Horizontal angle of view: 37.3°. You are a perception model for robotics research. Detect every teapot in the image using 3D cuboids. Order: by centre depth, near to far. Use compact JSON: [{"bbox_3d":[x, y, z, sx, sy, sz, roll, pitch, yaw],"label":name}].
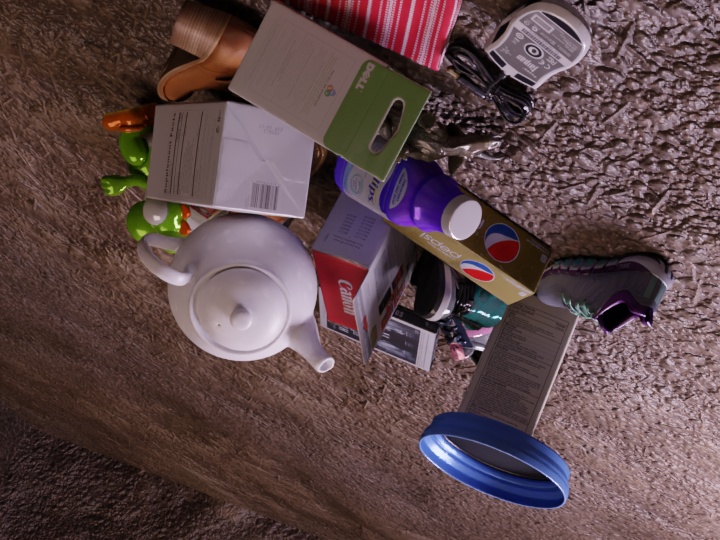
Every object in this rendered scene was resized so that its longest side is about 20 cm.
[{"bbox_3d":[-0.147,0.030,1.287,0.200,0.146,0.198,-10,110,1],"label":"teapot"}]

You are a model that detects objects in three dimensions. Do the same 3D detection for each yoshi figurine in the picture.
[{"bbox_3d":[-0.291,-0.117,1.433,0.112,0.112,0.200,-169,62,-72],"label":"yoshi figurine"}]

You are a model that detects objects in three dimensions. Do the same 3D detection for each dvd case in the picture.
[{"bbox_3d":[0.027,0.087,1.708,0.200,0.025,0.150,22,154,10],"label":"dvd case"}]

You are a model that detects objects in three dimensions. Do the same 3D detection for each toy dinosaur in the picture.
[{"bbox_3d":[0.050,-0.158,1.149,0.200,0.077,0.102,33,-170,19],"label":"toy dinosaur"}]

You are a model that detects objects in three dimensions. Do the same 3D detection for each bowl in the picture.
[{"bbox_3d":[0.174,0.243,1.370,0.201,0.039,0.201,22,156,10],"label":"bowl"}]

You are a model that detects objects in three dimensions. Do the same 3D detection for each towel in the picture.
[{"bbox_3d":[-0.001,-0.276,1.044,0.200,0.022,0.145,25,156,4],"label":"towel"}]

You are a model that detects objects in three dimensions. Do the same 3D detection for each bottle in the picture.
[{"bbox_3d":[0.052,-0.093,1.200,0.065,0.084,0.200,7,-160,-42],"label":"bottle"}]

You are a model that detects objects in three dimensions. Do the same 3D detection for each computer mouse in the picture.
[{"bbox_3d":[0.158,-0.206,1.001,0.110,0.044,0.200,37,159,-10],"label":"computer mouse"}]

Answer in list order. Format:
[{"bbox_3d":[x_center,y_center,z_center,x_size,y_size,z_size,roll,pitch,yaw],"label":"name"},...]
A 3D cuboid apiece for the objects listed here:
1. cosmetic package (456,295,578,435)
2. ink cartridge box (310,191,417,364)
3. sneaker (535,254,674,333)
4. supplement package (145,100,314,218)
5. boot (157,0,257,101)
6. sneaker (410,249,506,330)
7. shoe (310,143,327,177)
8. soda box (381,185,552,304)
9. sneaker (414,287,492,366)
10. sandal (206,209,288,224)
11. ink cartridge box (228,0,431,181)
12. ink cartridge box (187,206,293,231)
[{"bbox_3d":[0.207,0.138,1.422,0.103,0.200,0.087,23,156,12],"label":"cosmetic package"},{"bbox_3d":[0.000,0.000,1.388,0.084,0.176,0.200,19,153,16],"label":"ink cartridge box"},{"bbox_3d":[0.277,0.035,1.286,0.074,0.088,0.200,39,152,-24],"label":"sneaker"},{"bbox_3d":[-0.158,-0.131,1.267,0.121,0.120,0.200,6,-177,-33],"label":"supplement package"},{"bbox_3d":[-0.149,-0.222,1.240,0.155,0.074,0.200,24,161,-9],"label":"boot"},{"bbox_3d":[0.132,0.037,1.374,0.121,0.084,0.200,25,-165,-7],"label":"sneaker"},{"bbox_3d":[-0.111,-0.138,1.379,0.200,0.053,0.070,-24,115,42],"label":"shoe"},{"bbox_3d":[0.130,-0.043,1.305,0.200,0.068,0.064,33,155,-12],"label":"soda box"},{"bbox_3d":[0.140,0.079,1.511,0.200,0.082,0.070,39,153,-24],"label":"sneaker"},{"bbox_3d":[-0.151,-0.055,1.400,0.079,0.059,0.207,36,140,-16],"label":"sandal"},{"bbox_3d":[-0.025,-0.181,1.091,0.200,0.104,0.059,33,-170,17],"label":"ink cartridge box"},{"bbox_3d":[-0.201,-0.077,1.544,0.145,0.083,0.200,35,153,-17],"label":"ink cartridge box"}]
